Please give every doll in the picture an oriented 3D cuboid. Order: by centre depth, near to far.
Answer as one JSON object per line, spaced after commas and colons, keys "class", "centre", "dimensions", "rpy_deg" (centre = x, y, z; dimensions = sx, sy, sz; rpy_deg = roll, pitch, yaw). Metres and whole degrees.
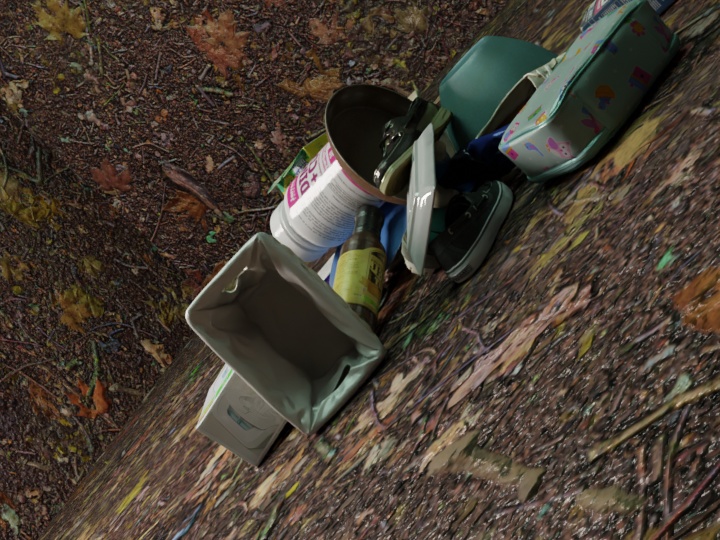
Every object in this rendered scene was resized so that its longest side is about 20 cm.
{"class": "doll", "centre": [0.142, -0.130, 1.346], "dimensions": [0.199, 0.135, 0.049], "rpy_deg": [-30, 56, 48]}

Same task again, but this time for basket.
{"class": "basket", "centre": [-0.081, 0.065, 1.283], "dimensions": [0.136, 0.200, 0.123], "rpy_deg": [-46, 3, 6]}

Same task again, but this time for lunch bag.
{"class": "lunch bag", "centre": [0.240, -0.188, 1.190], "dimensions": [0.201, 0.077, 0.160], "rpy_deg": [-50, 7, -17]}

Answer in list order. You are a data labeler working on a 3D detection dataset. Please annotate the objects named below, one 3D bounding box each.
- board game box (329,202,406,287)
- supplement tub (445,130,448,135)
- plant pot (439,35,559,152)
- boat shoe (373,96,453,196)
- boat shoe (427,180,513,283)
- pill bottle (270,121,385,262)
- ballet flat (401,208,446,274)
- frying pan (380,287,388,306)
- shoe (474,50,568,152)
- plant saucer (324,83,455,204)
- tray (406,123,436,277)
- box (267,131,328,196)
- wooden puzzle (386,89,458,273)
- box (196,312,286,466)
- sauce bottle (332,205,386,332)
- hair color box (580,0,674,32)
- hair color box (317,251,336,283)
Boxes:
{"class": "board game box", "centre": [0.029, -0.039, 1.548], "dimensions": [0.199, 0.039, 0.160], "rpy_deg": [-13, 53, 60]}
{"class": "supplement tub", "centre": [0.060, -0.144, 1.721], "dimensions": [0.200, 0.140, 0.141], "rpy_deg": [-40, 11, 43]}
{"class": "plant pot", "centre": [0.184, -0.234, 1.507], "dimensions": [0.200, 0.135, 0.200], "rpy_deg": [-46, 8, 9]}
{"class": "boat shoe", "centre": [0.053, -0.159, 1.411], "dimensions": [0.200, 0.064, 0.074], "rpy_deg": [-50, -10, -54]}
{"class": "boat shoe", "centre": [0.124, -0.059, 1.267], "dimensions": [0.069, 0.057, 0.200], "rpy_deg": [-43, 10, 32]}
{"class": "pill bottle", "centre": [-0.035, -0.104, 1.554], "dimensions": [0.200, 0.113, 0.114], "rpy_deg": [-43, 9, 39]}
{"class": "ballet flat", "centre": [0.082, -0.027, 1.382], "dimensions": [0.200, 0.067, 0.064], "rpy_deg": [-69, -4, -71]}
{"class": "frying pan", "centre": [0.006, 0.040, 1.549], "dimensions": [0.115, 0.031, 0.191], "rpy_deg": [-40, 14, 40]}
{"class": "shoe", "centre": [0.212, -0.198, 1.372], "dimensions": [0.200, 0.053, 0.070], "rpy_deg": [-46, 50, 20]}
{"class": "plant saucer", "centre": [0.037, -0.159, 1.468], "dimensions": [0.035, 0.199, 0.201], "rpy_deg": [-52, 3, 44]}
{"class": "tray", "centre": [0.067, -0.085, 1.271], "dimensions": [0.201, 0.022, 0.109], "rpy_deg": [-85, 1, -63]}
{"class": "box", "centre": [-0.048, -0.175, 1.682], "dimensions": [0.199, 0.049, 0.117], "rpy_deg": [-37, -2, -34]}
{"class": "wooden puzzle", "centre": [0.054, -0.125, 1.591], "dimensions": [0.037, 0.202, 0.185], "rpy_deg": [1, -31, -41]}
{"class": "box", "centre": [-0.119, 0.131, 1.457], "dimensions": [0.178, 0.096, 0.200], "rpy_deg": [-58, 7, 7]}
{"class": "sauce bottle", "centre": [0.000, 0.000, 1.430], "dimensions": [0.065, 0.064, 0.202], "rpy_deg": [-40, 30, 43]}
{"class": "hair color box", "centre": [0.370, -0.365, 1.408], "dimensions": [0.200, 0.060, 0.100], "rpy_deg": [-43, 10, 29]}
{"class": "hair color box", "centre": [-0.057, 0.048, 1.712], "dimensions": [0.200, 0.065, 0.109], "rpy_deg": [-48, 8, -15]}
